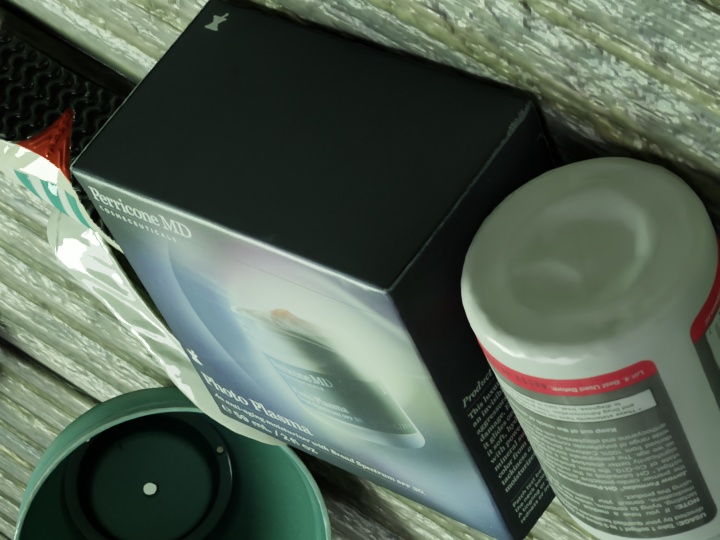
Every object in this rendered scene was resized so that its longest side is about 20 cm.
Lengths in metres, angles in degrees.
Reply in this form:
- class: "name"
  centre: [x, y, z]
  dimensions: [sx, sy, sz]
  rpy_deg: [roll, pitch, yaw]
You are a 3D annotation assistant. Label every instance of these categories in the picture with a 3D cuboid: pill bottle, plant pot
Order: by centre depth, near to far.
- class: "pill bottle"
  centre: [0.124, 0.053, 1.197]
  dimensions: [0.110, 0.111, 0.200]
  rpy_deg: [21, 153, 37]
- class: "plant pot"
  centre: [-0.128, 0.158, 1.740]
  dimensions: [0.200, 0.200, 0.134]
  rpy_deg: [47, -176, -21]

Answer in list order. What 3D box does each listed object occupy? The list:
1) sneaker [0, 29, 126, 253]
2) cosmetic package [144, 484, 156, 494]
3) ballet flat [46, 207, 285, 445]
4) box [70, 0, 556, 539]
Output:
- class: "sneaker"
  centre: [-0.145, -0.062, 1.479]
  dimensions: [0.199, 0.070, 0.093]
  rpy_deg: [33, 176, 7]
- class: "cosmetic package"
  centre: [-0.090, 0.272, 1.906]
  dimensions: [0.200, 0.165, 0.165]
  rpy_deg: [49, 157, -27]
- class: "ballet flat"
  centre: [-0.095, 0.024, 1.566]
  dimensions: [0.200, 0.070, 0.069]
  rpy_deg: [43, 158, -11]
- class: "box"
  centre: [0.000, 0.000, 1.275]
  dimensions: [0.199, 0.123, 0.199]
  rpy_deg: [21, 151, 37]
